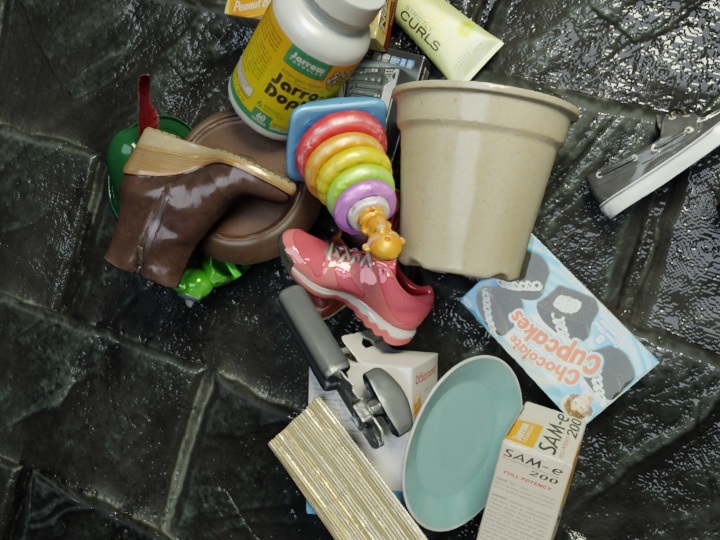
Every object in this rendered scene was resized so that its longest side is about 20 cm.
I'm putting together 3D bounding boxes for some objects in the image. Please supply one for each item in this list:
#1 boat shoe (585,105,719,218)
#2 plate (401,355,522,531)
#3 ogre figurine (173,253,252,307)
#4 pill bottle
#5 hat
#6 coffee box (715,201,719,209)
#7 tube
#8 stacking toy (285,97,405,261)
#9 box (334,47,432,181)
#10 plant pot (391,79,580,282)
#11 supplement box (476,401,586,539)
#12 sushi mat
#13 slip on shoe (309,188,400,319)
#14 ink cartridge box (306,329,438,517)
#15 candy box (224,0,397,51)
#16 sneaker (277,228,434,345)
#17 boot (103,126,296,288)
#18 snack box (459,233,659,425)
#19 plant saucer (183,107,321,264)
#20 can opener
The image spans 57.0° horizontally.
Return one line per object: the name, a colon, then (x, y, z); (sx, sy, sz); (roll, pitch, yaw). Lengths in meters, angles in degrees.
boat shoe: (0.336, -0.139, 0.717); (0.200, 0.070, 0.066); (-38, 81, 22)
plate: (0.111, 0.189, 0.736); (0.026, 0.200, 0.201); (17, 96, 48)
ogre figurine: (-0.195, -0.036, 0.861); (0.120, 0.200, 0.098); (58, 146, -3)
pill bottle: (-0.058, -0.242, 0.718); (0.200, 0.113, 0.113); (-41, 76, 47)
hat: (-0.310, -0.145, 0.862); (0.165, 0.176, 0.201); (14, 94, 17)
coffee box: (0.465, -0.029, 0.648); (0.200, 0.114, 0.080); (46, 103, 13)
tube: (0.077, -0.312, 0.806); (0.200, 0.052, 0.058); (47, 141, 9)
stacking toy: (0.000, -0.083, 0.701); (0.115, 0.110, 0.201); (-11, 51, -18)
box: (-0.029, -0.210, 0.838); (0.199, 0.050, 0.158); (20, 97, 16)
plant pot: (0.119, -0.088, 0.714); (0.199, 0.200, 0.185); (9, 94, 17)
supplement box: (0.178, 0.261, 0.718); (0.073, 0.126, 0.201); (17, 106, 22)
sushi mat: (-0.015, 0.241, 0.714); (0.096, 0.012, 0.200); (-47, 71, 19)
slip on shoe: (-0.015, -0.020, 0.830); (0.074, 0.061, 0.200); (42, 103, 11)
ink cartridge box: (0.017, 0.174, 0.783); (0.125, 0.128, 0.201); (2, 92, 19)
candy box: (-0.054, -0.340, 0.790); (0.199, 0.055, 0.116); (15, 95, 17)
sneaker: (0.000, 0.000, 0.763); (0.200, 0.074, 0.087); (34, 120, -14)
boot: (-0.185, -0.059, 0.764); (0.199, 0.072, 0.167); (18, 96, 5)
snack box: (0.225, 0.067, 0.765); (0.116, 0.037, 0.200); (-46, 78, 14)
plant saucer: (-0.143, -0.109, 0.806); (0.199, 0.034, 0.201); (-1, 83, 5)
can opener: (-0.017, 0.097, 0.712); (0.067, 0.053, 0.200); (-24, 64, -21)
